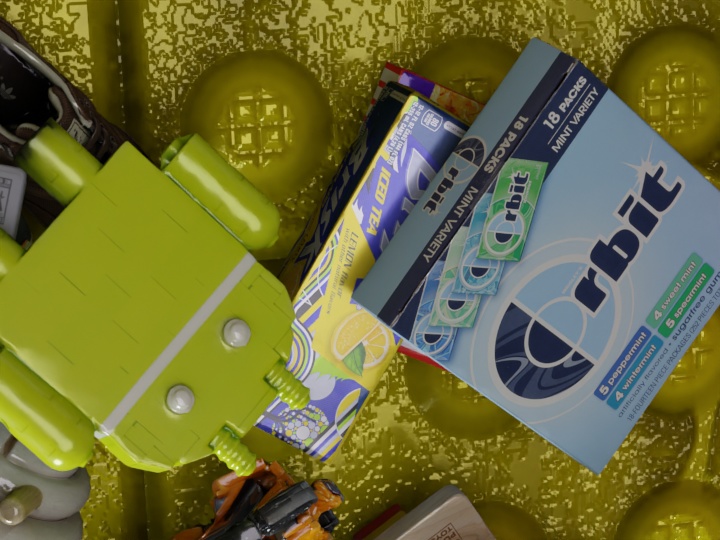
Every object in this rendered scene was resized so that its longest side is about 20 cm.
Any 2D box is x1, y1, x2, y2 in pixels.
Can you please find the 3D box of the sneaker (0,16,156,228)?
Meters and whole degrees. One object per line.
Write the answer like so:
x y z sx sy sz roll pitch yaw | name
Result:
-0.165 -0.065 1.134 0.200 0.075 0.071 43 85 -27 | sneaker

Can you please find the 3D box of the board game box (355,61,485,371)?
0.078 -0.013 1.225 0.199 0.046 0.152 21 96 -15 | board game box

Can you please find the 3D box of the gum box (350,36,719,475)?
0.113 -0.003 1.149 0.200 0.045 0.170 35 91 -41 | gum box

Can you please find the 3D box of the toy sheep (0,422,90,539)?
-0.212 0.133 1.146 0.138 0.138 0.200 34 101 -16 | toy sheep

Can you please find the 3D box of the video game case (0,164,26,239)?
-0.285 0.017 1.069 0.199 0.024 0.183 11 75 -8 | video game case

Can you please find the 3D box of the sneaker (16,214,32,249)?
-0.267 0.026 1.142 0.199 0.079 0.080 -29 116 1 | sneaker

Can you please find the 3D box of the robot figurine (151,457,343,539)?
-0.098 0.176 1.187 0.200 0.145 0.058 -37 75 -4 | robot figurine

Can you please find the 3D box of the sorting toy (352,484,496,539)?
0.022 0.252 1.249 0.200 0.070 0.199 -36 111 -4 | sorting toy

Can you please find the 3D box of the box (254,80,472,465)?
0.000 0.000 1.154 0.070 0.064 0.201 29 94 -16 | box

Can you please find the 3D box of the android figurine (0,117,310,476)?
-0.115 0.021 1.077 0.200 0.041 0.182 44 72 -6 | android figurine
